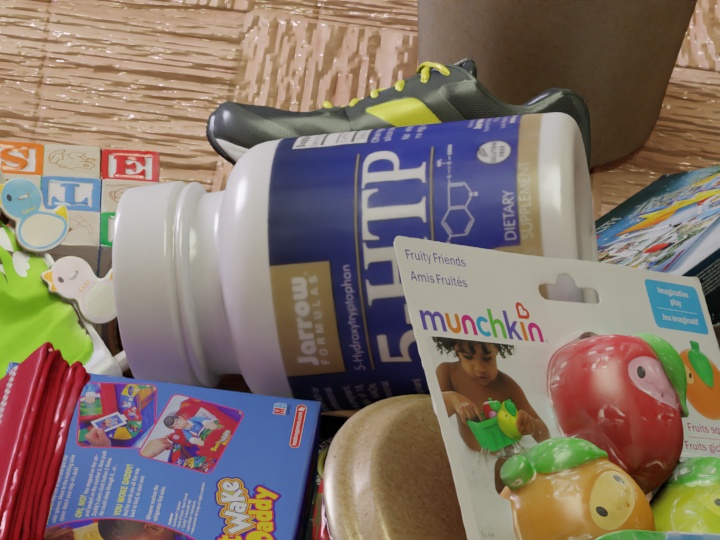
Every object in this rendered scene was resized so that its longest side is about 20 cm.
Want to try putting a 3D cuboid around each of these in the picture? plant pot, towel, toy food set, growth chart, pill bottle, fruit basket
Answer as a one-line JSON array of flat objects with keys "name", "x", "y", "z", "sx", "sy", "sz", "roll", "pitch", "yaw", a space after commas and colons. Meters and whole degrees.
[{"name": "plant pot", "x": 0.105, "y": -0.162, "z": 1.559, "sx": 0.199, "sy": 0.184, "sz": 0.201, "roll": 5, "pitch": 34, "yaw": -3}, {"name": "towel", "x": -0.184, "y": 0.123, "z": 1.122, "sx": 0.022, "sy": 0.200, "sz": 0.145, "roll": 41, "pitch": 28, "yaw": -20}, {"name": "toy food set", "x": 0.065, "y": 0.132, "z": 1.196, "sx": 0.200, "sy": 0.049, "sz": 0.198, "roll": 43, "pitch": 31, "yaw": 5}, {"name": "growth chart", "x": -0.199, "y": 0.001, "z": 1.318, "sx": 0.145, "sy": 0.018, "sz": 0.200, "roll": -40, "pitch": 81, "yaw": -16}, {"name": "pill bottle", "x": 0.000, "y": 0.000, "z": 1.272, "sx": 0.199, "sy": 0.120, "sz": 0.120, "roll": -6, "pitch": 34, "yaw": 9}, {"name": "fruit basket", "x": 0.105, "y": 0.082, "z": 1.140, "sx": 0.185, "sy": 0.094, "sz": 0.201, "roll": 8, "pitch": 64, "yaw": -43}]

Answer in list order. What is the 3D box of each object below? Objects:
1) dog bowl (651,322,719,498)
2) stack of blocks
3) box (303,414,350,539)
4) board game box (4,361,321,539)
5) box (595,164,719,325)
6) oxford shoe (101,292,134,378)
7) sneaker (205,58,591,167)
[{"name": "dog bowl", "x": 0.214, "y": 0.092, "z": 1.218, "sx": 0.058, "sy": 0.201, "sz": 0.200, "roll": -8, "pitch": 35, "yaw": -44}, {"name": "stack of blocks", "x": -0.194, "y": -0.008, "z": 1.392, "sx": 0.199, "sy": 0.059, "sz": 0.115, "roll": 3, "pitch": 35, "yaw": -7}, {"name": "box", "x": -0.049, "y": 0.134, "z": 1.226, "sx": 0.160, "sy": 0.049, "sz": 0.200, "roll": 6, "pitch": 36, "yaw": 3}, {"name": "board game box", "x": -0.094, "y": 0.121, "z": 1.159, "sx": 0.134, "sy": 0.045, "sz": 0.200, "roll": 7, "pitch": 37, "yaw": 3}, {"name": "box", "x": 0.147, "y": -0.002, "z": 1.405, "sx": 0.136, "sy": 0.038, "sz": 0.200, "roll": -11, "pitch": 16, "yaw": 46}, {"name": "oxford shoe", "x": -0.027, "y": 0.008, "z": 1.375, "sx": 0.199, "sy": 0.072, "sz": 0.071, "roll": -17, "pitch": 15, "yaw": -30}, {"name": "sneaker", "x": 0.023, "y": -0.069, "z": 1.484, "sx": 0.199, "sy": 0.085, "sz": 0.074, "roll": 10, "pitch": 2, "yaw": -6}]
